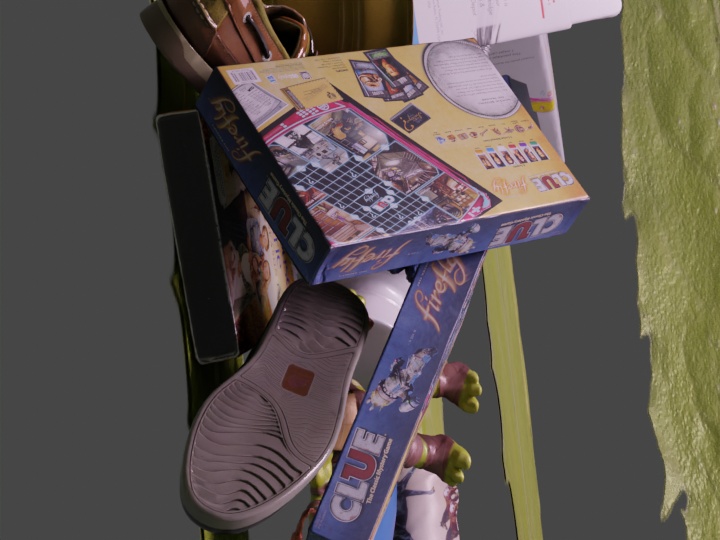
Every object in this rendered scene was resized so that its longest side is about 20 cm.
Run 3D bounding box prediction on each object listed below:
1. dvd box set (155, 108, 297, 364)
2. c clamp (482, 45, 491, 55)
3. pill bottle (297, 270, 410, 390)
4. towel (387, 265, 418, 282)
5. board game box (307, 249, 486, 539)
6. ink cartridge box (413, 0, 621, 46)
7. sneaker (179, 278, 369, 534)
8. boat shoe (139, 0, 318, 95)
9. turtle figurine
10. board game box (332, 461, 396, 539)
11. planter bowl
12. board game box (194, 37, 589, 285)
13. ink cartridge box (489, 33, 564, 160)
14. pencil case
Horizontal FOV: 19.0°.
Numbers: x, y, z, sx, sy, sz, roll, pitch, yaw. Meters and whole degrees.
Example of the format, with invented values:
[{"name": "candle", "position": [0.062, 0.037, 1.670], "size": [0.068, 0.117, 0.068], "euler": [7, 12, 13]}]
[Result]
[{"name": "dvd box set", "position": [-0.077, -0.027, 1.321], "size": [0.200, 0.029, 0.147], "euler": [-24, 105, -80]}, {"name": "c clamp", "position": [0.073, -0.139, 1.554], "size": [0.171, 0.027, 0.201], "euler": [55, 47, -55]}, {"name": "pill bottle", "position": [0.000, 0.000, 1.517], "size": [0.201, 0.110, 0.111], "euler": [-86, 164, -52]}, {"name": "towel", "position": [0.059, -0.061, 1.443], "size": [0.200, 0.048, 0.112], "euler": [-21, 122, -65]}, {"name": "board game box", "position": [0.018, 0.088, 1.285], "size": [0.136, 0.034, 0.201], "euler": [103, 10, -68]}, {"name": "ink cartridge box", "position": [0.071, -0.210, 1.454], "size": [0.067, 0.199, 0.117], "euler": [10, -69, 64]}, {"name": "sneaker", "position": [-0.053, 0.102, 1.225], "size": [0.200, 0.074, 0.107], "euler": [-58, 172, -50]}, {"name": "boat shoe", "position": [-0.053, -0.119, 1.285], "size": [0.072, 0.068, 0.200], "euler": [58, 9, 25]}, {"name": "turtle figurine", "position": [-0.003, 0.107, 1.398], "size": [0.161, 0.064, 0.201], "euler": [5, 87, -36]}, {"name": "board game box", "position": [-0.003, 0.156, 1.566], "size": [0.158, 0.039, 0.201], "euler": [-65, 158, -66]}, {"name": "planter bowl", "position": [-0.047, -0.185, 1.378], "size": [0.200, 0.083, 0.201], "euler": [42, -42, 53]}, {"name": "board game box", "position": [0.020, -0.067, 1.240], "size": [0.136, 0.199, 0.035], "euler": [57, -44, 25]}, {"name": "ink cartridge box", "position": [0.111, -0.195, 1.778], "size": [0.200, 0.087, 0.146], "euler": [74, 10, -53]}, {"name": "pencil case", "position": [0.051, 0.238, 1.703], "size": [0.089, 0.077, 0.201], "euler": [16, 64, -57]}]
